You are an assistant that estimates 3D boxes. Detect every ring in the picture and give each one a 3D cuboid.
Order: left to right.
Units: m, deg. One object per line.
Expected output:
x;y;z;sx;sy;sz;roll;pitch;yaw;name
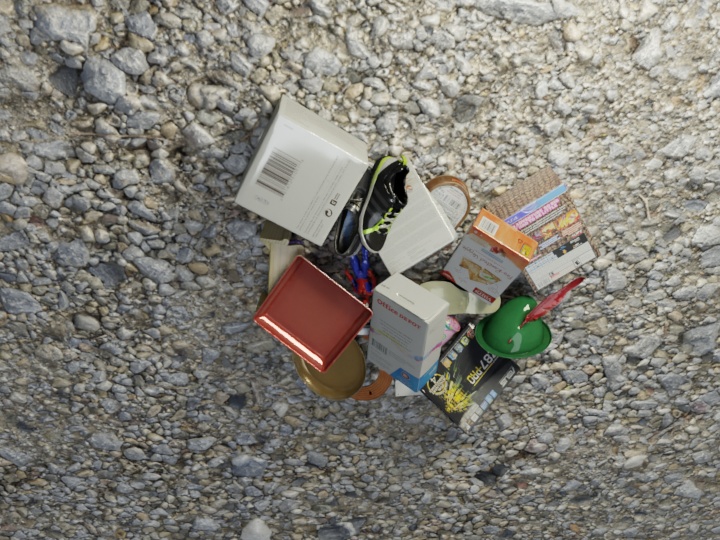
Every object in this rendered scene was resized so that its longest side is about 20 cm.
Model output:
-0.007;0.213;1.450;0.197;0.019;0.205;9;109;26;ring

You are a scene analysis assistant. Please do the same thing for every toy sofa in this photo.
-0.173;0.001;1.328;0.095;0.083;0.203;7;120;-2;toy sofa

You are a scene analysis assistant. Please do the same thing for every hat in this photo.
0.352;0.071;1.339;0.196;0.166;0.179;-15;126;-13;hat

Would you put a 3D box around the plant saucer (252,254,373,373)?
-0.100;0.090;1.290;0.199;0.037;0.200;37;116;-5;plant saucer

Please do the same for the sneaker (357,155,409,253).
0.050;-0.128;1.204;0.071;0.082;0.204;-4;109;-44;sneaker

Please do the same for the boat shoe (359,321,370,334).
-0.046;0.089;1.372;0.196;0.073;0.069;17;105;16;boat shoe

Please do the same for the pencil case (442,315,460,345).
0.139;0.162;1.434;0.199;0.088;0.087;-39;115;18;pencil case

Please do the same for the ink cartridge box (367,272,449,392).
0.095;0.127;1.267;0.143;0.084;0.203;31;136;29;ink cartridge box

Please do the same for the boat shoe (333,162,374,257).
-0.013;-0.122;1.246;0.069;0.066;0.203;24;106;16;boat shoe

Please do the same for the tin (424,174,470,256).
0.154;-0.111;1.304;0.111;0.042;0.201;30;115;-14;tin

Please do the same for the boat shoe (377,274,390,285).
0.096;0.105;1.375;0.200;0.073;0.068;50;136;8;boat shoe

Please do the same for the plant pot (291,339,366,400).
-0.072;0.212;1.450;0.196;0.027;0.204;8;112;21;plant pot

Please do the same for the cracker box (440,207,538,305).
0.263;-0.023;1.271;0.133;0.058;0.201;32;150;5;cracker box

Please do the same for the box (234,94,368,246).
-0.114;-0.194;1.190;0.197;0.132;0.200;25;116;-17;box

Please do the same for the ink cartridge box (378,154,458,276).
0.087;-0.112;1.271;0.159;0.047;0.202;-31;87;22;ink cartridge box

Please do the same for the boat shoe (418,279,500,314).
0.216;0.057;1.384;0.197;0.063;0.075;5;106;-10;boat shoe

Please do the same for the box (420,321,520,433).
0.250;0.250;1.424;0.161;0.049;0.200;42;81;7;box

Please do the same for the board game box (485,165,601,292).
0.385;-0.086;1.291;0.158;0.097;0.201;-31;117;15;board game box

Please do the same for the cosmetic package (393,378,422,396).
0.179;0.257;1.493;0.195;0.083;0.051;-4;122;0;cosmetic package

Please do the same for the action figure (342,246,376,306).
0.000;0.000;1.353;0.064;0.052;0.203;0;124;15;action figure
